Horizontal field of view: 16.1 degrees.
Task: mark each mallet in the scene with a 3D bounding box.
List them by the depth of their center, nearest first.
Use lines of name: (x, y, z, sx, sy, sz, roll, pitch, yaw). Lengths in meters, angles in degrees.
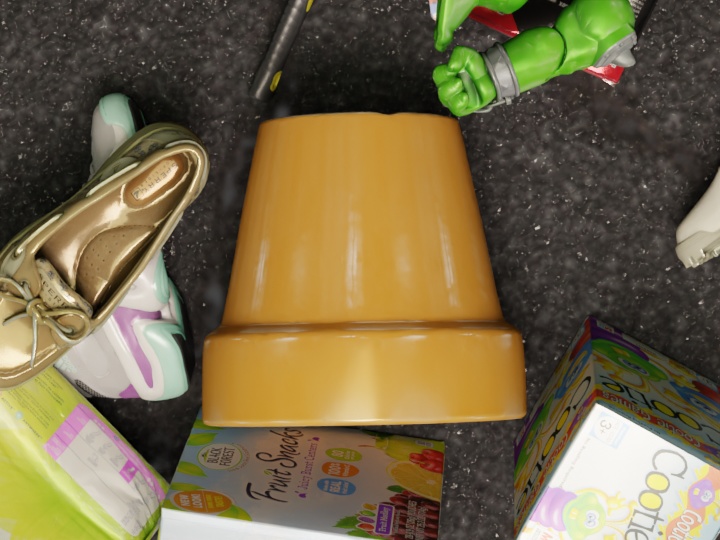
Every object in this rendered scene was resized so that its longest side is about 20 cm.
mallet: (-0.020, -0.198, 1.584, 0.041, 0.066, 0.201, 32, 120, 17)

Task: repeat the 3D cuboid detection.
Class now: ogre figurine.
ogre figurine: (0.105, -0.188, 1.473, 0.119, 0.098, 0.201, 5, 61, -2)

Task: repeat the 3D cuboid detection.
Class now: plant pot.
plant pot: (0.000, 0.000, 1.558, 0.198, 0.200, 0.185, -2, 88, 4)

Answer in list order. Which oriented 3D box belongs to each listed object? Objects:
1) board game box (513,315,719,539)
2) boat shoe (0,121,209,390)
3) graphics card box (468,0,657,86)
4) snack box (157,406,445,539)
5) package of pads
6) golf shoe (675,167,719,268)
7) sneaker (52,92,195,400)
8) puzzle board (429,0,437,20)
board game box: (0.161, 0.118, 1.560, 0.102, 0.200, 0.105, 28, 103, -4)
boat shoe: (-0.168, -0.009, 1.531, 0.073, 0.063, 0.200, 39, 91, -12)
graphics card box: (0.143, -0.230, 1.539, 0.125, 0.051, 0.201, 24, 106, -2)
snack box: (-0.035, 0.154, 1.581, 0.167, 0.200, 0.068, 8, 104, 2)
package of pads: (-0.232, 0.124, 1.624, 0.200, 0.068, 0.154, 46, 131, -8)
golf shoe: (0.254, -0.093, 1.581, 0.097, 0.078, 0.200, 45, 97, 10)
sneaker: (-0.188, -0.007, 1.615, 0.139, 0.078, 0.202, -7, 102, 4)
puzzle board: (0.133, -0.241, 1.571, 0.198, 0.017, 0.152, -6, 103, 6)
